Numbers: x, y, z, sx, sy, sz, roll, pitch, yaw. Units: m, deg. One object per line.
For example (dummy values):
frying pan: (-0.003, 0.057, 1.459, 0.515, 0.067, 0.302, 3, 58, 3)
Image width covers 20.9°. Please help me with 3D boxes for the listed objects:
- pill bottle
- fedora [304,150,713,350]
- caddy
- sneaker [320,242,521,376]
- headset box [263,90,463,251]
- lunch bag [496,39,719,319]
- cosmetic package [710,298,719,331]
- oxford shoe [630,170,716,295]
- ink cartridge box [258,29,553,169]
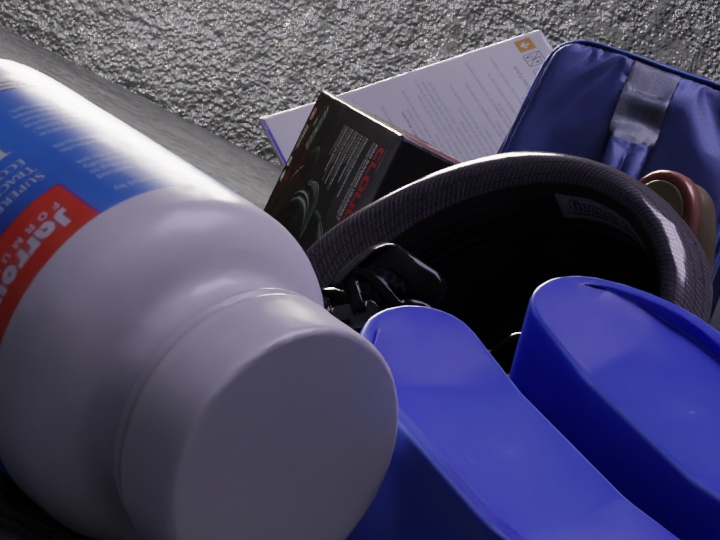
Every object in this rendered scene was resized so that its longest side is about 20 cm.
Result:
pill bottle: (-0.080, 0.015, 0.608, 0.112, 0.113, 0.199, 22, 6, -46)
fedora: (0.065, 0.041, 0.866, 0.090, 0.198, 0.178, 53, 16, -50)
caddy: (0.070, 0.088, 0.610, 0.140, 0.106, 0.200, -8, 31, -25)
sneaker: (-0.014, 0.034, 0.744, 0.198, 0.101, 0.070, 14, 8, -16)
headset box: (0.000, 0.000, 1.009, 0.077, 0.150, 0.200, 25, 6, -17)
lunch bag: (0.127, -0.014, 1.052, 0.135, 0.201, 0.133, 18, -22, 15)
cosmetic package: (0.228, 0.069, 1.239, 0.198, 0.202, 0.123, 28, 4, 21)
oxford shoe: (0.143, 0.046, 0.946, 0.073, 0.202, 0.071, -3, 28, -29)
ink cartridge box: (0.062, -0.048, 1.197, 0.044, 0.198, 0.199, 87, -20, -49)
